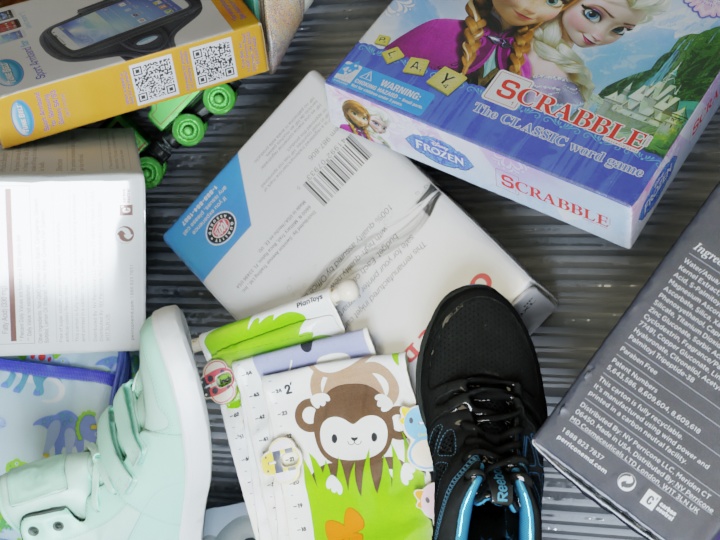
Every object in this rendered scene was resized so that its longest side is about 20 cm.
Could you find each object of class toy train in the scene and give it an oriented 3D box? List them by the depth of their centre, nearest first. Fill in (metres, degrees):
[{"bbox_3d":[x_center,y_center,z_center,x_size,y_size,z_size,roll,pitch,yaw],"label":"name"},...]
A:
[{"bbox_3d":[-0.163,-0.074,0.956,0.200,0.042,0.056,-44,101,7],"label":"toy train"}]

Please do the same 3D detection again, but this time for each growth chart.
[{"bbox_3d":[-0.018,0.106,0.800,0.144,0.018,0.200,-26,74,18],"label":"growth chart"}]

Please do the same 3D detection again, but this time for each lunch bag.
[{"bbox_3d":[-0.235,0.105,0.935,0.199,0.082,0.161,7,79,20],"label":"lunch bag"}]

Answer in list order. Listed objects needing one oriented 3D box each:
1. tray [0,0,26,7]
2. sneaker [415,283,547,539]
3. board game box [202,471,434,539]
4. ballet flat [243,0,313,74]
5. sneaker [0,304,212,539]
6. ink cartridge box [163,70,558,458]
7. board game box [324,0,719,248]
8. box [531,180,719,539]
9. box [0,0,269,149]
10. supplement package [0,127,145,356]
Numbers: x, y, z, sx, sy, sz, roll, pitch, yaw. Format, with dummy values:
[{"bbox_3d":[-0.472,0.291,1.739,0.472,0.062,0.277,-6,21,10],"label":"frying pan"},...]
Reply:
[{"bbox_3d":[-0.252,-0.114,0.972,0.037,0.099,0.201,11,83,46],"label":"tray"},{"bbox_3d":[0.071,0.099,0.732,0.073,0.082,0.201,2,72,-8],"label":"sneaker"},{"bbox_3d":[-0.004,0.218,0.800,0.199,0.043,0.200,-15,51,22],"label":"board game box"},{"bbox_3d":[-0.055,-0.231,0.947,0.067,0.068,0.201,-9,77,-10],"label":"ballet flat"},{"bbox_3d":[-0.148,0.108,0.794,0.118,0.201,0.074,-2,38,-14],"label":"sneaker"},{"bbox_3d":[0.000,0.000,0.866,0.145,0.084,0.200,-47,68,7],"label":"ink cartridge box"},{"bbox_3d":[0.115,-0.131,0.828,0.200,0.041,0.200,24,61,22],"label":"board game box"},{"bbox_3d":[0.202,0.050,0.748,0.104,0.148,0.200,37,94,22],"label":"box"},{"bbox_3d":[-0.172,-0.142,0.898,0.200,0.042,0.119,-17,39,-16],"label":"box"},{"bbox_3d":[-0.237,-0.020,0.871,0.199,0.117,0.118,-1,111,-11],"label":"supplement package"}]
